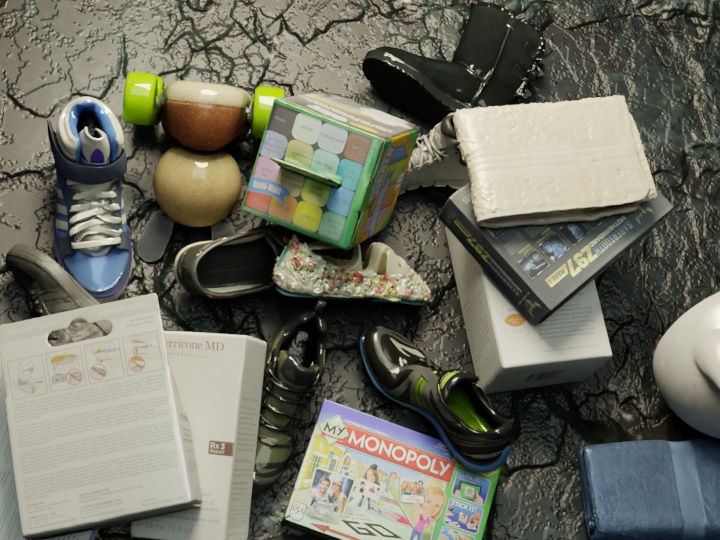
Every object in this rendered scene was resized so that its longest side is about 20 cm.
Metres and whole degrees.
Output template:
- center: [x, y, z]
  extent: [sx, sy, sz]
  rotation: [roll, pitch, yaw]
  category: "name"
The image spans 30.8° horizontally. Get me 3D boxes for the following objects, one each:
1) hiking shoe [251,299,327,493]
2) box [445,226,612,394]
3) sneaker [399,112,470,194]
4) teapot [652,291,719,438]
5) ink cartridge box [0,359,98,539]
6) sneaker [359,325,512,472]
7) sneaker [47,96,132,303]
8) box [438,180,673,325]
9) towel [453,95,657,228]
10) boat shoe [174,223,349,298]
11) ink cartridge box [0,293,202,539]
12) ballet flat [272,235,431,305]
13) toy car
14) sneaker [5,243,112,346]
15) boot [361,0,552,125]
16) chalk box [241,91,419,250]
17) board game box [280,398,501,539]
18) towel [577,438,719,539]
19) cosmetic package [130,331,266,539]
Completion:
- center: [-0.084, 0.124, 1.323]
  extent: [0.076, 0.101, 0.200]
  rotation: [18, 66, -4]
  category: "hiking shoe"
- center: [0.178, 0.020, 1.418]
  extent: [0.124, 0.098, 0.200]
  rotation: [-5, 69, -13]
  category: "box"
- center: [0.062, -0.136, 1.450]
  extent: [0.200, 0.116, 0.075]
  rotation: [-9, 70, -14]
  category: "sneaker"
- center: [0.415, 0.117, 1.367]
  extent: [0.200, 0.198, 0.146]
  rotation: [-14, 54, -16]
  category: "teapot"
- center: [-0.334, 0.191, 1.257]
  extent: [0.200, 0.041, 0.200]
  rotation: [21, 82, -1]
  category: "ink cartridge box"
- center: [0.083, 0.120, 1.355]
  extent: [0.200, 0.083, 0.071]
  rotation: [42, 49, 22]
  category: "sneaker"
- center: [-0.278, -0.079, 1.345]
  extent: [0.080, 0.146, 0.200]
  rotation: [-4, 69, -12]
  category: "sneaker"
- center: [0.206, -0.061, 1.375]
  extent: [0.200, 0.051, 0.158]
  rotation: [-38, 79, -23]
  category: "box"
- center: [0.200, -0.114, 1.351]
  extent: [0.200, 0.034, 0.133]
  rotation: [-5, 66, -14]
  category: "towel"
- center: [-0.093, -0.013, 1.382]
  extent: [0.201, 0.063, 0.074]
  rotation: [-12, 102, -24]
  category: "boat shoe"
- center: [-0.245, 0.138, 1.224]
  extent: [0.162, 0.057, 0.200]
  rotation: [-12, 73, 1]
  category: "ink cartridge box"
- center: [0.000, 0.000, 1.371]
  extent: [0.200, 0.076, 0.064]
  rotation: [5, 104, -38]
  category: "ballet flat"
- center: [-0.173, -0.104, 1.407]
  extent: [0.164, 0.158, 0.200]
  rotation: [6, 96, -4]
  category: "toy car"
- center: [-0.306, 0.069, 1.325]
  extent: [0.200, 0.060, 0.104]
  rotation: [40, 64, -1]
  category: "sneaker"
- center: [0.118, -0.248, 1.531]
  extent: [0.198, 0.073, 0.163]
  rotation: [30, 68, -6]
  category: "boot"
- center: [-0.035, -0.103, 1.342]
  extent: [0.124, 0.200, 0.124]
  rotation: [22, 106, 12]
  category: "chalk box"
- center: [0.034, 0.228, 1.343]
  extent: [0.200, 0.029, 0.135]
  rotation: [20, 67, -2]
  category: "board game box"
- center: [0.330, 0.235, 1.386]
  extent: [0.200, 0.049, 0.112]
  rotation: [1, 68, -11]
  category: "towel"
- center: [-0.156, 0.161, 1.270]
  extent: [0.101, 0.074, 0.200]
  rotation: [2, 83, 14]
  category: "cosmetic package"
